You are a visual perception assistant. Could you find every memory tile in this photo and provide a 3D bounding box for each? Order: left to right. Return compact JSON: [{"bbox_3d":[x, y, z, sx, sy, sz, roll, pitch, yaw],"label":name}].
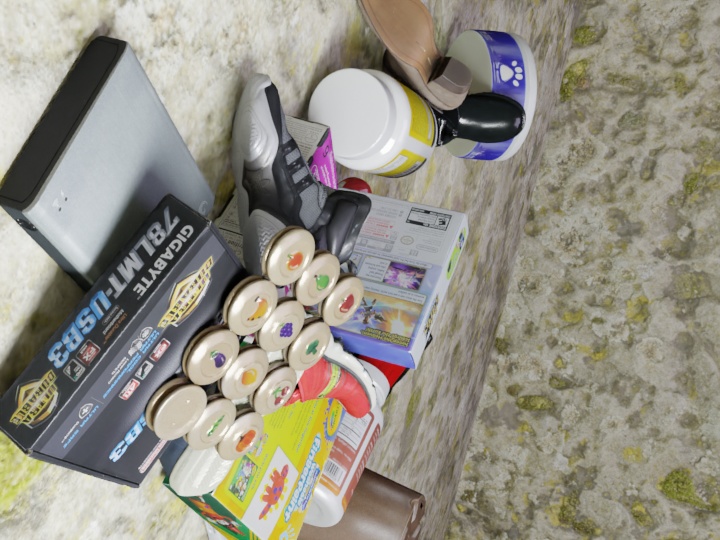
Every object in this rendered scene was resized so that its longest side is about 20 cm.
[{"bbox_3d":[-0.081,0.067,0.734,0.201,0.017,0.153,-53,147,-5],"label":"memory tile"}]

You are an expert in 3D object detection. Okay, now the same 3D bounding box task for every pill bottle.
[{"bbox_3d":[-0.037,0.216,1.132,0.113,0.111,0.201,86,26,-48],"label":"pill bottle"},{"bbox_3d":[0.017,-0.173,1.037,0.200,0.113,0.116,-4,109,-72],"label":"pill bottle"}]

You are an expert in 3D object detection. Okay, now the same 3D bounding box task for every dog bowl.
[{"bbox_3d":[0.196,-0.277,1.393,0.200,0.078,0.203,180,-90,-70],"label":"dog bowl"}]

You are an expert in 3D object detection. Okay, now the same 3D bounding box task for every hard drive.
[{"bbox_3d":[-0.178,-0.054,0.658,0.201,0.032,0.141,72,37,-62],"label":"hard drive"}]

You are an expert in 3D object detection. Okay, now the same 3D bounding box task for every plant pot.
[{"bbox_3d":[-0.022,0.356,1.238,0.200,0.196,0.203,15,90,-74],"label":"plant pot"}]

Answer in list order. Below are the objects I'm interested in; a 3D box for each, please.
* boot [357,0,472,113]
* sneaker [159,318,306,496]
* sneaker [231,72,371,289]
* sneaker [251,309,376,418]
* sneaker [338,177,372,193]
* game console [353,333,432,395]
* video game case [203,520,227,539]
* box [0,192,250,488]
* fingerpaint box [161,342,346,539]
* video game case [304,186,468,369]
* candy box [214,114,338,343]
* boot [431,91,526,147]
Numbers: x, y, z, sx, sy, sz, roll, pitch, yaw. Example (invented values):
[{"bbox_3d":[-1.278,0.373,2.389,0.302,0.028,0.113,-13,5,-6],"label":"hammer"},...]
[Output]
[{"bbox_3d":[0.056,-0.275,1.106,0.070,0.200,0.146,-49,-165,-6],"label":"boot"},{"bbox_3d":[-0.126,0.108,0.812,0.201,0.084,0.075,-51,147,5],"label":"sneaker"},{"bbox_3d":[-0.054,-0.081,0.807,0.075,0.112,0.203,149,-63,-63],"label":"sneaker"},{"bbox_3d":[-0.054,0.108,0.911,0.085,0.077,0.200,-54,136,-14],"label":"sneaker"},{"bbox_3d":[-0.009,-0.012,1.068,0.078,0.115,0.203,14,91,-28],"label":"sneaker"},{"bbox_3d":[0.007,0.129,1.312,0.171,0.119,0.201,9,124,-44],"label":"game console"},{"bbox_3d":[-0.134,0.207,1.048,0.183,0.023,0.201,88,25,-45],"label":"video game case"},{"bbox_3d":[-0.165,0.065,0.686,0.201,0.049,0.199,-54,161,-13],"label":"box"},{"bbox_3d":[-0.105,0.183,0.950,0.167,0.073,0.202,57,46,-44],"label":"fingerpaint box"},{"bbox_3d":[0.000,0.000,0.983,0.046,0.198,0.183,69,40,-54],"label":"video game case"},{"bbox_3d":[-0.088,-0.041,0.908,0.137,0.060,0.201,83,29,-53],"label":"candy box"},{"bbox_3d":[0.130,-0.211,1.236,0.163,0.196,0.074,-51,151,-66],"label":"boot"}]
